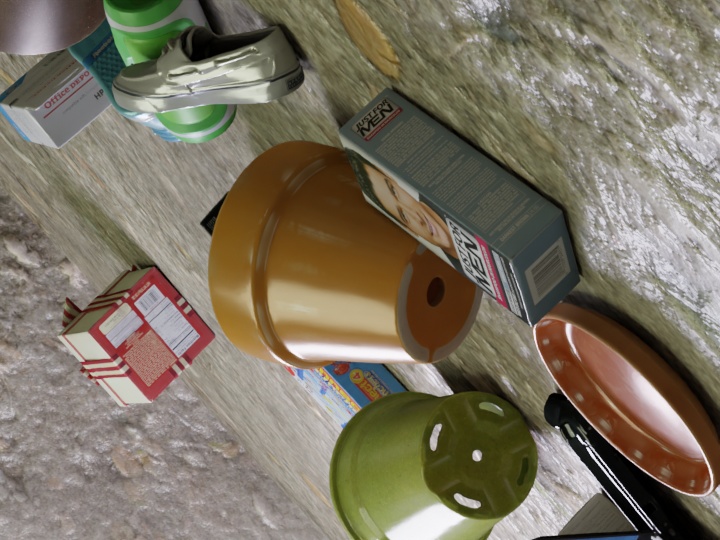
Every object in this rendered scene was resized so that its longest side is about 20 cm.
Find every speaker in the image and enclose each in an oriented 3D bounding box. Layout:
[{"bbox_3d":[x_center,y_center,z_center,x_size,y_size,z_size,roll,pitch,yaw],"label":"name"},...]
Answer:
[{"bbox_3d":[-0.179,-0.208,1.744,0.088,0.088,0.200,39,164,31],"label":"speaker"}]

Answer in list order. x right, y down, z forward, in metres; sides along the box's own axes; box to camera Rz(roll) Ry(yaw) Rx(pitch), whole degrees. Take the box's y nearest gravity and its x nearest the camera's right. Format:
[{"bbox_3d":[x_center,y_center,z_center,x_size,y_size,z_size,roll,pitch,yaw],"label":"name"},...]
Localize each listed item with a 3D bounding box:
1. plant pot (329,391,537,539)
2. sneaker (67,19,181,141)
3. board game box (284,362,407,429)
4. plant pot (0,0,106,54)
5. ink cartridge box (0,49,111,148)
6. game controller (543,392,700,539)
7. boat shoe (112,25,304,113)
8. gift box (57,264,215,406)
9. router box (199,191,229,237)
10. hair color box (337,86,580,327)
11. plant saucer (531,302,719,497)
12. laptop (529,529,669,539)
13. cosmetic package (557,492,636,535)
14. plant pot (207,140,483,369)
[{"bbox_3d":[0.090,0.208,1.910,0.201,0.200,0.184,48,156,-2],"label":"plant pot"},{"bbox_3d":[-0.231,-0.210,1.928,0.130,0.079,0.200,35,-159,-55],"label":"sneaker"},{"bbox_3d":[-0.013,0.142,2.268,0.200,0.056,0.196,46,167,6],"label":"board game box"},{"bbox_3d":[-0.297,-0.326,1.644,0.187,0.187,0.200,45,151,9],"label":"plant pot"},{"bbox_3d":[-0.359,-0.210,2.221,0.067,0.116,0.200,53,166,-22],"label":"ink cartridge box"},{"bbox_3d":[0.242,0.194,1.695,0.200,0.042,0.104,51,180,-12],"label":"game controller"},{"bbox_3d":[-0.144,-0.184,1.632,0.199,0.072,0.066,3,124,36],"label":"boat shoe"},{"bbox_3d":[-0.372,0.093,2.987,0.200,0.184,0.187,54,156,-11],"label":"gift box"},{"bbox_3d":[-0.061,0.000,1.905,0.200,0.051,0.149,46,-165,7],"label":"router box"},{"bbox_3d":[0.077,-0.051,1.450,0.200,0.061,0.099,39,164,34],"label":"hair color box"},{"bbox_3d":[0.222,0.101,1.496,0.200,0.032,0.200,44,166,14],"label":"plant saucer"},{"bbox_3d":[0.244,0.327,1.686,0.200,0.103,0.178,43,150,22],"label":"laptop"},{"bbox_3d":[0.288,0.321,1.817,0.200,0.074,0.102,38,163,26],"label":"cosmetic package"},{"bbox_3d":[0.000,0.000,1.598,0.183,0.200,0.201,15,148,38],"label":"plant pot"}]
